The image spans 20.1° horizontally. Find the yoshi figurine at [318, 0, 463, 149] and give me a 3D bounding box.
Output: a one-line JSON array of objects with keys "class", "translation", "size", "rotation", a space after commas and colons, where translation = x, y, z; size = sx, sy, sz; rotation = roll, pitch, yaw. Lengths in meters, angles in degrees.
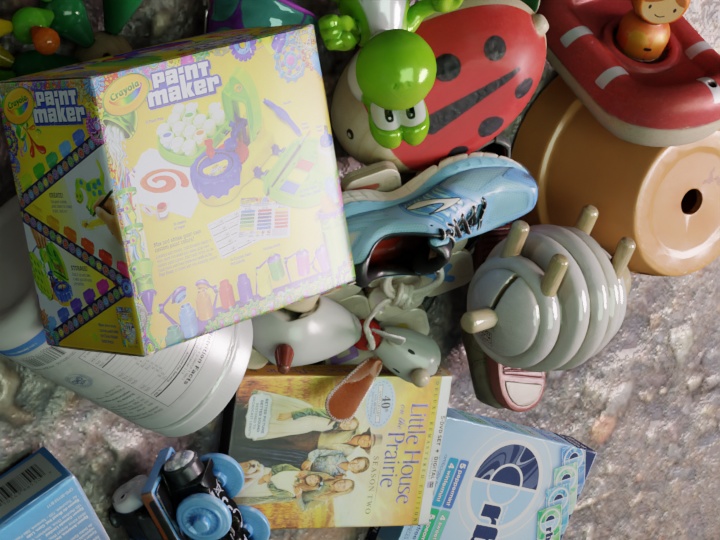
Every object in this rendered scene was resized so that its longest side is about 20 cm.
[{"class": "yoshi figurine", "translation": [0.018, -0.197, 1.565], "size": [0.112, 0.112, 0.201], "rotation": [12, 61, -57]}]

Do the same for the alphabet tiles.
[{"class": "alphabet tiles", "translation": [0.000, 0.000, 1.701], "size": [0.195, 0.015, 0.200], "rotation": [-19, 133, -7]}]

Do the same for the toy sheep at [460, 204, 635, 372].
[{"class": "toy sheep", "translation": [0.156, 0.022, 1.715], "size": [0.200, 0.138, 0.138], "rotation": [-9, 113, -40]}]

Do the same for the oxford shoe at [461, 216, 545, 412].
[{"class": "oxford shoe", "translation": [0.113, 0.026, 1.810], "size": [0.070, 0.075, 0.201], "rotation": [-3, 89, -35]}]

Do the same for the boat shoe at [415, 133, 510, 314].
[{"class": "boat shoe", "translation": [0.070, -0.036, 1.752], "size": [0.072, 0.068, 0.201], "rotation": [15, 104, -39]}]

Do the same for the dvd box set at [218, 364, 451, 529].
[{"class": "dvd box set", "translation": [-0.025, 0.153, 1.758], "size": [0.199, 0.029, 0.147], "rotation": [2, 108, -23]}]

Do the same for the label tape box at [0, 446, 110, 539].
[{"class": "label tape box", "translation": [-0.263, 0.264, 1.640], "size": [0.143, 0.066, 0.200], "rotation": [-35, 128, -19]}]

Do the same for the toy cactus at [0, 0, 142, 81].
[{"class": "toy cactus", "translation": [-0.200, -0.178, 1.498], "size": [0.200, 0.102, 0.165], "rotation": [-55, 139, -15]}]

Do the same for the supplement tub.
[{"class": "supplement tub", "translation": [-0.194, 0.033, 1.551], "size": [0.200, 0.132, 0.132], "rotation": [33, 88, -40]}]

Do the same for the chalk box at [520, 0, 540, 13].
[{"class": "chalk box", "translation": [0.154, -0.313, 1.663], "size": [0.124, 0.125, 0.201], "rotation": [19, 96, -39]}]

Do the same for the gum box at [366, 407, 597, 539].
[{"class": "gum box", "translation": [0.111, 0.224, 1.900], "size": [0.200, 0.045, 0.170], "rotation": [16, 98, -39]}]

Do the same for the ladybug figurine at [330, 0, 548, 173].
[{"class": "ladybug figurine", "translation": [0.068, -0.147, 1.658], "size": [0.200, 0.072, 0.136], "rotation": [-35, 122, 15]}]

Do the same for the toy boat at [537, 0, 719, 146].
[{"class": "toy boat", "translation": [0.242, -0.202, 1.714], "size": [0.130, 0.200, 0.131], "rotation": [-19, 147, -29]}]

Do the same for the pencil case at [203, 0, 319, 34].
[{"class": "pencil case", "translation": [-0.107, -0.124, 1.579], "size": [0.092, 0.085, 0.201], "rotation": [22, 97, -2]}]

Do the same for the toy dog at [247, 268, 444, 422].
[{"class": "toy dog", "translation": [-0.016, 0.064, 1.669], "size": [0.199, 0.096, 0.132], "rotation": [0, 131, -16]}]

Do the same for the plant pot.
[{"class": "plant pot", "translation": [0.251, -0.081, 1.816], "size": [0.199, 0.140, 0.201], "rotation": [-13, 116, -30]}]

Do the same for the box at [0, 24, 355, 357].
[{"class": "box", "translation": [-0.127, -0.061, 1.437], "size": [0.200, 0.122, 0.193], "rotation": [-18, 104, -40]}]

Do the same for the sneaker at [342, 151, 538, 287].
[{"class": "sneaker", "translation": [0.060, -0.029, 1.634], "size": [0.199, 0.090, 0.079], "rotation": [-20, 133, -19]}]

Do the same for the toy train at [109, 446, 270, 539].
[{"class": "toy train", "translation": [-0.133, 0.240, 1.694], "size": [0.114, 0.087, 0.200], "rotation": [-18, 115, 18]}]
